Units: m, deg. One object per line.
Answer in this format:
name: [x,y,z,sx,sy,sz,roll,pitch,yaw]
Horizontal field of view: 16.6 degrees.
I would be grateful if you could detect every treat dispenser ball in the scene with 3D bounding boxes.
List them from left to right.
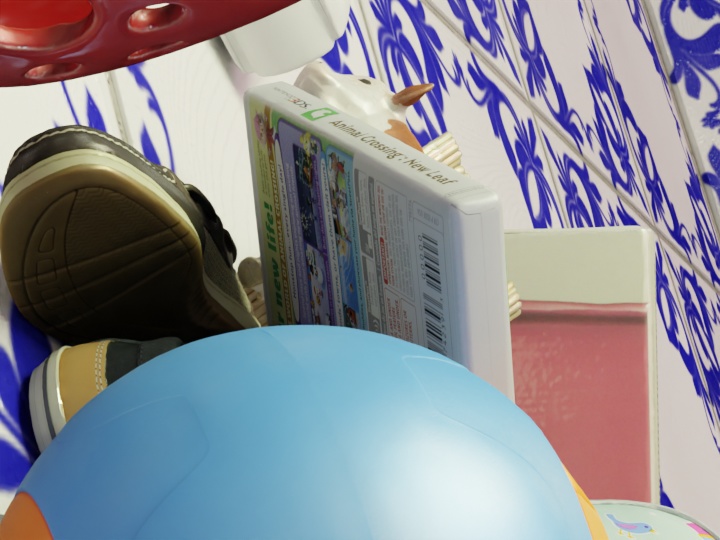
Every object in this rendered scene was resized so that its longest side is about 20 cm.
treat dispenser ball: [-0.018,0.117,0.748,0.201,0.200,0.202,-20,90,-76]

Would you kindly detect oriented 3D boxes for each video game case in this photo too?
video game case: [0.009,0.046,0.900,0.182,0.022,0.201,-147,-132,-60]

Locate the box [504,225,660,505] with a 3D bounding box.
box: [0.100,0.084,1.275,0.128,0.108,0.202,40,49,-81]

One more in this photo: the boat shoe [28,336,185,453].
boat shoe: [-0.053,0.093,0.928,0.075,0.062,0.200,-98,163,-44]

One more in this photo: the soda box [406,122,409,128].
soda box: [0.000,0.000,1.233,0.200,0.068,0.064,-82,149,-62]

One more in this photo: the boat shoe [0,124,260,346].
boat shoe: [-0.090,-0.009,0.929,0.200,0.073,0.065,62,8,-63]

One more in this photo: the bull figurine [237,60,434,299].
bull figurine: [0.002,0.010,1.048,0.121,0.065,0.201,-22,100,-56]

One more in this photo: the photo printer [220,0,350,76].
photo printer: [-0.071,-0.222,1.261,0.167,0.069,0.201,-87,154,-56]

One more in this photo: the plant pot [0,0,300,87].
plant pot: [-0.121,-0.149,0.756,0.200,0.181,0.202,-20,90,-75]

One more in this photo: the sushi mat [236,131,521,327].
sushi mat: [-0.001,0.019,1.107,0.200,0.012,0.096,-35,105,-41]

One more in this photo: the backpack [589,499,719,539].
backpack: [0.101,0.184,1.001,0.199,0.154,0.176,5,34,-34]
